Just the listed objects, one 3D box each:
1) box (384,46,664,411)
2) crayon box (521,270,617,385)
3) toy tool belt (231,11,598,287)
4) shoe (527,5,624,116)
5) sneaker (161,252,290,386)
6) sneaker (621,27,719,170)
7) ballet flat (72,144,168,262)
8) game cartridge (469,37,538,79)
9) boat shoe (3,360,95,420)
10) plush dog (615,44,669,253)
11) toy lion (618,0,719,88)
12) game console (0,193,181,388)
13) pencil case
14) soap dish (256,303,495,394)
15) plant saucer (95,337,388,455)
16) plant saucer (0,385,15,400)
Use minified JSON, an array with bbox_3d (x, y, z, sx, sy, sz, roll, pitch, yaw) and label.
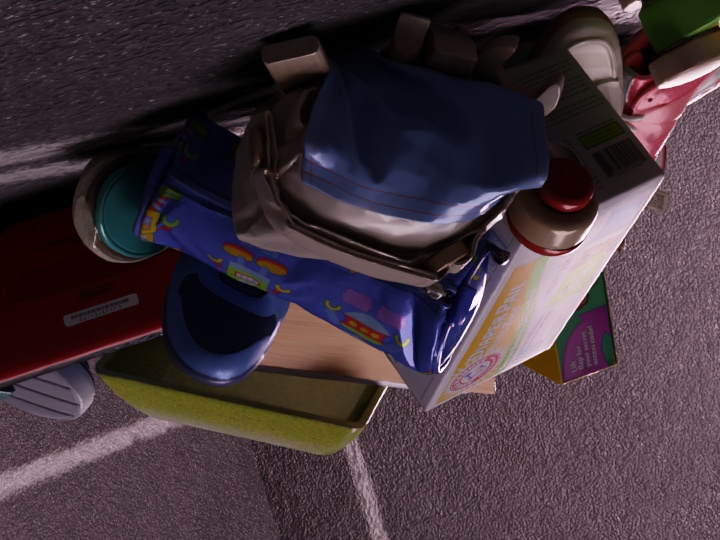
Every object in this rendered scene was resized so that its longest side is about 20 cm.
[{"bbox_3d":[0.079,-0.020,0.945,0.112,0.102,0.201,-24,157,-28],"label":"box"},{"bbox_3d":[0.124,-0.031,1.228,0.058,0.202,0.172,-18,-163,-19],"label":"crayon box"},{"bbox_3d":[0.039,-0.061,0.760,0.198,0.126,0.123,5,146,-14],"label":"toy tool belt"},{"bbox_3d":[0.141,-0.076,0.994,0.069,0.201,0.054,-17,-135,-16],"label":"shoe"},{"bbox_3d":[-0.055,-0.027,0.916,0.201,0.073,0.082,-65,-173,-27],"label":"sneaker"},{"bbox_3d":[0.182,-0.113,1.058,0.201,0.074,0.086,-57,152,15],"label":"sneaker"},{"bbox_3d":[-0.130,-0.044,0.932,0.062,0.068,0.200,13,-170,21],"label":"ballet flat"},{"bbox_3d":[0.076,-0.124,1.089,0.198,0.041,0.133,-18,-176,-20],"label":"game cartridge"},{"bbox_3d":[-0.259,0.036,1.109,0.199,0.073,0.071,26,-134,21],"label":"boat shoe"},{"bbox_3d":[0.217,-0.127,1.343,0.199,0.161,0.172,-15,-152,44],"label":"plush dog"},{"bbox_3d":[0.265,-0.176,0.882,0.191,0.069,0.199,-26,175,33],"label":"toy lion"},{"bbox_3d":[-0.180,-0.001,1.066,0.198,0.174,0.119,-18,154,-6],"label":"game console"},{"bbox_3d":[-0.024,-0.015,0.840,0.198,0.079,0.087,25,172,4],"label":"pencil case"},{"bbox_3d":[0.000,0.000,1.089,0.198,0.159,0.082,8,140,-12],"label":"soap dish"},{"bbox_3d":[-0.067,0.069,1.149,0.197,0.048,0.200,11,-155,13],"label":"plant saucer"},{"bbox_3d":[-0.319,0.054,0.976,0.198,0.019,0.070,8,-152,-36],"label":"plant saucer"}]
